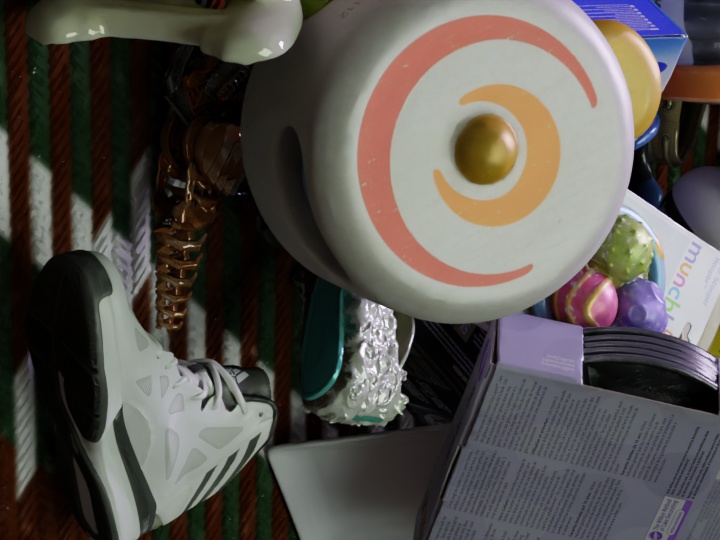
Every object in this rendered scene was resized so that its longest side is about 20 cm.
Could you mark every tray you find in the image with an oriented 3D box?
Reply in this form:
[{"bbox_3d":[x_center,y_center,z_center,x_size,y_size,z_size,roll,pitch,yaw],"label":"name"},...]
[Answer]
[{"bbox_3d":[0.053,0.124,1.771,0.022,0.199,0.108,-83,161,-47],"label":"tray"}]

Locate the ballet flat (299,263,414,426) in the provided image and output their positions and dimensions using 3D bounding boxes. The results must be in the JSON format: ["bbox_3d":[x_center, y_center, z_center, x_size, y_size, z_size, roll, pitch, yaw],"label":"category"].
[{"bbox_3d":[0.000,0.000,1.665,0.072,0.071,0.201,44,42,-51],"label":"ballet flat"}]

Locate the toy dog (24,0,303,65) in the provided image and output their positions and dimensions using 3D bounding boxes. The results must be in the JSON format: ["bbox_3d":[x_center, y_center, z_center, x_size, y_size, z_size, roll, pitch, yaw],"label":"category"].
[{"bbox_3d":[-0.077,-0.224,1.463,0.194,0.139,0.201,-41,137,-52],"label":"toy dog"}]

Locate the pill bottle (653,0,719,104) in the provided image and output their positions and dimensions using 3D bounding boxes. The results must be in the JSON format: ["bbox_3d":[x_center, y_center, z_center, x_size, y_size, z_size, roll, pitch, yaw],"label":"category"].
[{"bbox_3d":[0.222,-0.204,1.847,0.106,0.106,0.201,-5,98,-51],"label":"pill bottle"}]

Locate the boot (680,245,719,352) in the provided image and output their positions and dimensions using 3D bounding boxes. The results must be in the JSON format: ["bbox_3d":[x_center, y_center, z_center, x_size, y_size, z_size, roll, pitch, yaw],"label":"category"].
[{"bbox_3d":[0.140,0.070,1.787,0.154,0.072,0.201,11,98,-52],"label":"boot"}]

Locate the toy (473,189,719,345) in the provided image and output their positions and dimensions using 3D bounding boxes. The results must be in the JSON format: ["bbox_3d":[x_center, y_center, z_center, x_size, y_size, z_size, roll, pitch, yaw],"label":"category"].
[{"bbox_3d":[0.129,0.001,1.680,0.200,0.047,0.116,31,81,-26],"label":"toy"}]

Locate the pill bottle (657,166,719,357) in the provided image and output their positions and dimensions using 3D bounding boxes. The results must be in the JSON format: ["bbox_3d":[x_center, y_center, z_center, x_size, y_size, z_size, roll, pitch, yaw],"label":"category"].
[{"bbox_3d":[0.223,0.007,1.913,0.112,0.113,0.200,2,131,-52],"label":"pill bottle"}]

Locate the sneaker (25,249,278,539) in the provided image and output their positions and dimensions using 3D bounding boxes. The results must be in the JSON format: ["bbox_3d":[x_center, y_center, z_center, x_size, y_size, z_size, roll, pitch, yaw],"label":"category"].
[{"bbox_3d":[-0.108,0.052,1.582,0.115,0.076,0.201,-27,137,-23],"label":"sneaker"}]

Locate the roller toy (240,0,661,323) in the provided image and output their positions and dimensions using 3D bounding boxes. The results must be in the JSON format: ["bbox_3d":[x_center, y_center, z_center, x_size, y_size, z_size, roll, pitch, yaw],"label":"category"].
[{"bbox_3d":[0.043,-0.068,1.534,0.199,0.140,0.183,22,90,-24],"label":"roller toy"}]

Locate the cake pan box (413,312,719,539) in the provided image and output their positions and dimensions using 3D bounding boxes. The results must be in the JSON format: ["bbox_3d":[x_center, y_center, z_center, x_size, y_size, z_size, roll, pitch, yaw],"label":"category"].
[{"bbox_3d":[0.139,0.117,1.706,0.052,0.183,0.200,-87,-170,-45],"label":"cake pan box"}]

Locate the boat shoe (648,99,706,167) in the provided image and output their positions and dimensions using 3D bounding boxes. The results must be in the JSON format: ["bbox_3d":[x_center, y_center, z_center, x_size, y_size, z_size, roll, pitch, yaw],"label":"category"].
[{"bbox_3d":[0.224,-0.162,1.935,0.201,0.063,0.073,-62,143,-11],"label":"boat shoe"}]

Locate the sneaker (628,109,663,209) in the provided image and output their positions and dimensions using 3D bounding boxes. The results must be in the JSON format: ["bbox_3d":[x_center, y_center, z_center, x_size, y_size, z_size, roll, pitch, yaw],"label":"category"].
[{"bbox_3d":[0.152,-0.109,1.855,0.075,0.078,0.201,-44,137,-32],"label":"sneaker"}]

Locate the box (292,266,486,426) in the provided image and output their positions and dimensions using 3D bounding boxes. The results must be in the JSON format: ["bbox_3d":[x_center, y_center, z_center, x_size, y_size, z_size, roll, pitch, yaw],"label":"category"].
[{"bbox_3d":[0.071,-0.001,1.794,0.164,0.086,0.200,-59,143,-14],"label":"box"}]

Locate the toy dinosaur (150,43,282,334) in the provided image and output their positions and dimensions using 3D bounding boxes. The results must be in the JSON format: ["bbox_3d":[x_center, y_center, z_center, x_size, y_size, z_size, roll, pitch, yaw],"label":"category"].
[{"bbox_3d":[-0.065,-0.068,1.611,0.135,0.102,0.200,25,109,-40],"label":"toy dinosaur"}]

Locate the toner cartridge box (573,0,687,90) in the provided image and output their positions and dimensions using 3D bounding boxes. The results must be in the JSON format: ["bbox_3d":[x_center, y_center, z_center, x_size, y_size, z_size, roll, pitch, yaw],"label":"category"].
[{"bbox_3d":[0.081,-0.140,1.694,0.199,0.095,0.043,-5,131,-36],"label":"toner cartridge box"}]
